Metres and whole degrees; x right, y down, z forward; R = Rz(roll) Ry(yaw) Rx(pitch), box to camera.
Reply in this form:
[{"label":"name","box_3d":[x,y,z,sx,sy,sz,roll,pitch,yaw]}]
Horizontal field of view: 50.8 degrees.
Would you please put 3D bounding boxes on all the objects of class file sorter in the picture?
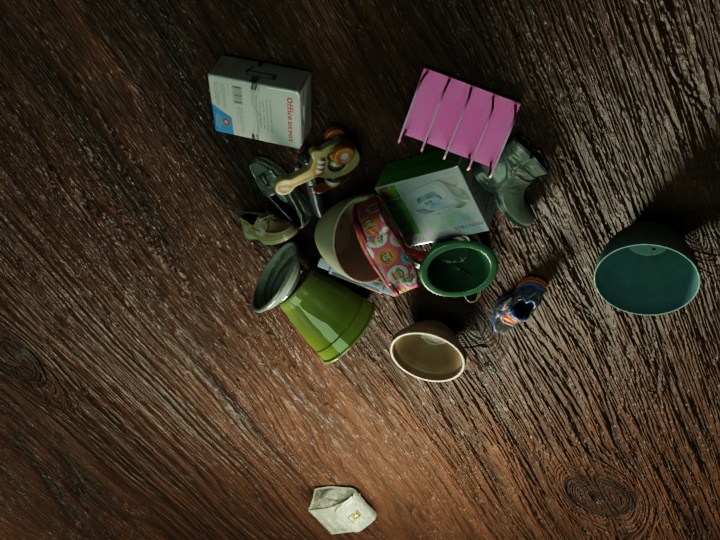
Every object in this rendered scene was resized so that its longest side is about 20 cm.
[{"label":"file sorter","box_3d":[0.186,-0.279,1.450,0.200,0.125,0.139,21,117,2]}]

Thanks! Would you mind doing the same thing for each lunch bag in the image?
[{"label":"lunch bag","box_3d":[0.054,-0.061,1.631,0.082,0.176,0.200,-26,116,9]},{"label":"lunch bag","box_3d":[-0.060,0.881,2.797,0.200,0.118,0.164,-17,125,28]}]

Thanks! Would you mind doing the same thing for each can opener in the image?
[{"label":"can opener","box_3d":[-0.102,-0.196,1.734,0.079,0.063,0.200,9,136,13]}]

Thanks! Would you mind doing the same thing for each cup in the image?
[{"label":"cup","box_3d":[-0.025,-0.078,1.750,0.143,0.200,0.200,9,143,50]}]

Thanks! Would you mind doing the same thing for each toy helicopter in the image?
[{"label":"toy helicopter","box_3d":[-0.094,-0.215,1.652,0.200,0.079,0.132,-25,143,1]}]

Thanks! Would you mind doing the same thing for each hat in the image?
[{"label":"hat","box_3d":[0.201,-0.055,1.723,0.200,0.176,0.166,-1,131,0]}]

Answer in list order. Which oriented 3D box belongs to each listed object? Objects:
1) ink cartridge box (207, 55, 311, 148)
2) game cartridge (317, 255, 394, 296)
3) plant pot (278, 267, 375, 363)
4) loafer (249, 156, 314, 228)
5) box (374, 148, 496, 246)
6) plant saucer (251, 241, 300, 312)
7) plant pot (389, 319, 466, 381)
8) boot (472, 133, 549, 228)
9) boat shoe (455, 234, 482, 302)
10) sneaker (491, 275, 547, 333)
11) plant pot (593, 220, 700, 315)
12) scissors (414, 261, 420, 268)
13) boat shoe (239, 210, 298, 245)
[{"label":"ink cartridge box","box_3d":[-0.207,-0.355,1.598,0.200,0.084,0.146,13,138,9]},{"label":"game cartridge","box_3d":[0.000,0.000,1.848,0.200,0.130,0.038,21,114,2]},{"label":"plant pot","box_3d":[-0.098,0.100,1.947,0.193,0.200,0.200,42,135,-14]},{"label":"loafer","box_3d":[-0.187,-0.182,1.784,0.072,0.063,0.200,-25,120,40]},{"label":"box","box_3d":[0.164,-0.160,1.635,0.200,0.097,0.177,-10,127,31]},{"label":"plant saucer","box_3d":[-0.200,0.024,1.907,0.050,0.200,0.200,31,138,-24]},{"label":"plant pot","box_3d":[0.186,0.196,1.996,0.201,0.093,0.201,13,137,12]},{"label":"boot","box_3d":[0.336,-0.179,1.566,0.131,0.068,0.200,-27,120,34]},{"label":"boat shoe","box_3d":[0.253,-0.008,1.767,0.075,0.075,0.202,-2,133,25]},{"label":"sneaker","box_3d":[0.371,0.094,1.820,0.075,0.078,0.200,26,138,-3]},{"label":"plant pot","box_3d":[0.590,-0.024,1.561,0.200,0.135,0.200,13,138,12]},{"label":"scissors","box_3d":[0.146,-0.005,1.862,0.200,0.014,0.073,11,139,10]},{"label":"boat shoe","box_3d":[-0.231,-0.108,1.845,0.200,0.071,0.065,8,129,46]}]
